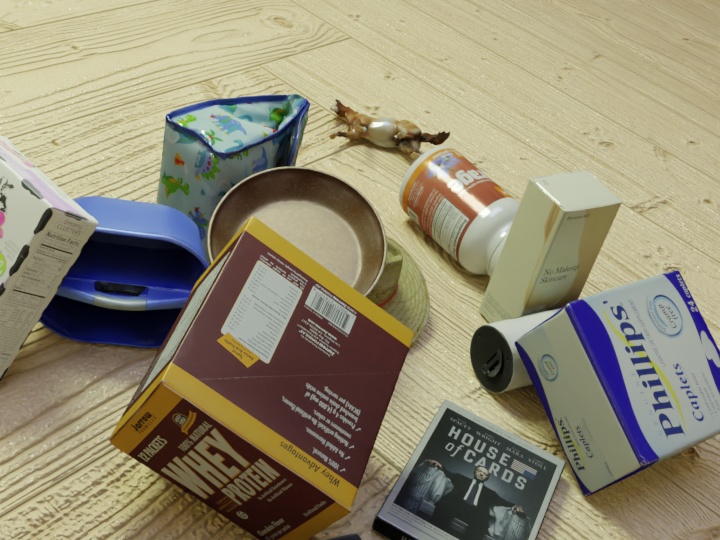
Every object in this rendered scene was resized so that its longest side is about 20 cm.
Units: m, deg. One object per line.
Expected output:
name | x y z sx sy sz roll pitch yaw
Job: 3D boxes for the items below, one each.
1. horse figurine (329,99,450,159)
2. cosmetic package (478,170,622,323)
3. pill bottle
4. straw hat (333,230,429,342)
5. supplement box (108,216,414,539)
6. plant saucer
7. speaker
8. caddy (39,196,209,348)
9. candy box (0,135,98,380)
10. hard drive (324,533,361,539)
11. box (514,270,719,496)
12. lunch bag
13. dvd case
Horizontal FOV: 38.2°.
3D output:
horse figurine | 0.038 -0.209 1.571 0.196 0.051 0.133 12 18 6
cosmetic package | 0.229 -0.015 1.272 0.104 0.203 0.071 -11 43 -33
pill bottle | 0.151 -0.069 1.387 0.111 0.114 0.200 -16 47 -38
straw hat | 0.000 0.000 1.209 0.197 0.086 0.204 9 54 -12
supplement box | -0.085 0.106 0.949 0.196 0.133 0.202 35 48 -12
plant saucer | -0.070 -0.024 1.143 0.196 0.037 0.204 4 57 -7
speaker | 0.227 0.088 1.239 0.197 0.082 0.081 -10 43 -32
caddy | -0.251 0.008 1.092 0.196 0.144 0.106 6 31 -14
candy box | -0.374 -0.015 1.016 0.167 0.202 0.071 37 7 28
hard drive | -0.055 0.303 0.864 0.197 0.043 0.135 -11 44 -35
box | 0.300 0.119 1.145 0.197 0.105 0.187 -13 72 -35
lunch bag | -0.144 -0.117 1.277 0.126 0.172 0.199 33 36 22
dvd case | 0.115 0.226 1.055 0.148 0.025 0.200 26 37 11
